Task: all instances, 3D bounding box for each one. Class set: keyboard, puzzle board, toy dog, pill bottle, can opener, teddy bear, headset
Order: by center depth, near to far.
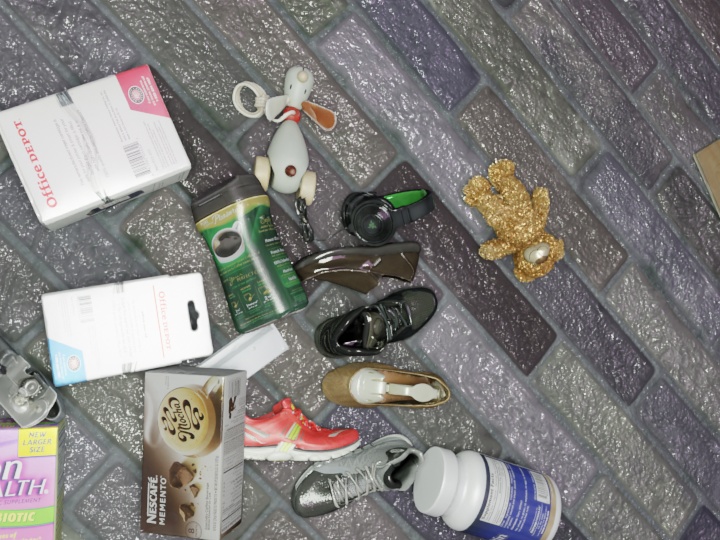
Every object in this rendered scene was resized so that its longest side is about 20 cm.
[{"bbox_3d":[-0.437,0.118,0.870,0.199,0.067,0.053,38,74,20],"label":"can opener"},{"bbox_3d":[-0.194,0.144,0.996,0.199,0.011,0.057,-35,102,-17],"label":"keyboard"},{"bbox_3d":[-0.098,-0.193,1.004,0.130,0.096,0.204,-12,90,-19],"label":"toy dog"},{"bbox_3d":[0.007,-0.089,1.019,0.197,0.123,0.095,-20,106,-10],"label":"headset"},{"bbox_3d":[0.185,0.334,1.053,0.197,0.116,0.117,21,80,-15],"label":"pill bottle"},{"bbox_3d":[0.246,-0.078,1.128,0.143,0.067,0.203,-18,91,-16],"label":"teddy bear"},{"bbox_3d":[0.702,-0.153,1.313,0.149,0.017,0.202,-28,96,-19],"label":"puzzle board"}]

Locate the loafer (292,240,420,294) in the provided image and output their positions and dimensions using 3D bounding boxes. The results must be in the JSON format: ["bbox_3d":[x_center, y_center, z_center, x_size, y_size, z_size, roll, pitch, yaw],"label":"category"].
[{"bbox_3d":[0.000,0.000,1.036,0.197,0.073,0.073,-7,90,-17],"label":"loafer"}]

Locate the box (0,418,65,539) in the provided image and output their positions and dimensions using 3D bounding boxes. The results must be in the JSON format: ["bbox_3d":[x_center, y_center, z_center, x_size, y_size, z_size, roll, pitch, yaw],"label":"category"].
[{"bbox_3d":[-0.452,0.284,0.853,0.173,0.097,0.204,2,85,-18],"label":"box"}]

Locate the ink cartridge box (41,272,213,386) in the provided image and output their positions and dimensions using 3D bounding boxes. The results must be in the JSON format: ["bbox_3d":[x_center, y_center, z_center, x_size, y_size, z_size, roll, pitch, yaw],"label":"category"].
[{"bbox_3d":[-0.301,0.073,0.933,0.197,0.067,0.118,-9,89,-18],"label":"ink cartridge box"}]

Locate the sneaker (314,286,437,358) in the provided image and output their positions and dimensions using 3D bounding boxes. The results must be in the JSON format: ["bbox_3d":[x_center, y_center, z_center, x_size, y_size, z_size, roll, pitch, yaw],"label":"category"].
[{"bbox_3d":[0.039,0.076,1.025,0.197,0.114,0.078,-16,93,-21],"label":"sneaker"}]

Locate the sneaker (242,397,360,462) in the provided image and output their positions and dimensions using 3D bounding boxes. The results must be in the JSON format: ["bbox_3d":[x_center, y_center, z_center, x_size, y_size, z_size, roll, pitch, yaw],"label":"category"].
[{"bbox_3d":[-0.092,0.221,0.991,0.197,0.077,0.087,5,80,-18],"label":"sneaker"}]

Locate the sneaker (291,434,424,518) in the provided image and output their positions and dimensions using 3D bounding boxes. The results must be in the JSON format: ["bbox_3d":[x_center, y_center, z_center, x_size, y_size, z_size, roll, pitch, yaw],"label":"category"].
[{"bbox_3d":[0.002,0.290,0.994,0.198,0.115,0.076,-24,94,-19],"label":"sneaker"}]

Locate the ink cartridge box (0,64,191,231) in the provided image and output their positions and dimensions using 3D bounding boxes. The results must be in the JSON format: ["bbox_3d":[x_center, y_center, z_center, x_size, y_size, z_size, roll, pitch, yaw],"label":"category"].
[{"bbox_3d":[-0.342,-0.158,0.926,0.198,0.084,0.147,-25,94,-19],"label":"ink cartridge box"}]

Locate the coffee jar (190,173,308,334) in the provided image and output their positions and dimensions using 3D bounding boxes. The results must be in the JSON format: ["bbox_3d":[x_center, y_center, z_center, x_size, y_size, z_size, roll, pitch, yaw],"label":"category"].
[{"bbox_3d":[-0.152,-0.024,0.968,0.103,0.085,0.203,-21,90,25],"label":"coffee jar"}]

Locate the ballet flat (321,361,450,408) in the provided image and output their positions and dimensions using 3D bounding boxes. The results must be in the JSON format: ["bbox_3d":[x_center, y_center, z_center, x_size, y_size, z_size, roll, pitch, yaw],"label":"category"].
[{"bbox_3d":[0.045,0.173,1.040,0.197,0.072,0.069,10,83,-17],"label":"ballet flat"}]

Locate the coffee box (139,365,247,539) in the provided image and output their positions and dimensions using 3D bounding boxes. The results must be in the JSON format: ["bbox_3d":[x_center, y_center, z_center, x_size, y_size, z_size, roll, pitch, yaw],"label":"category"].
[{"bbox_3d":[-0.213,0.230,0.918,0.111,0.080,0.204,2,89,12],"label":"coffee box"}]
